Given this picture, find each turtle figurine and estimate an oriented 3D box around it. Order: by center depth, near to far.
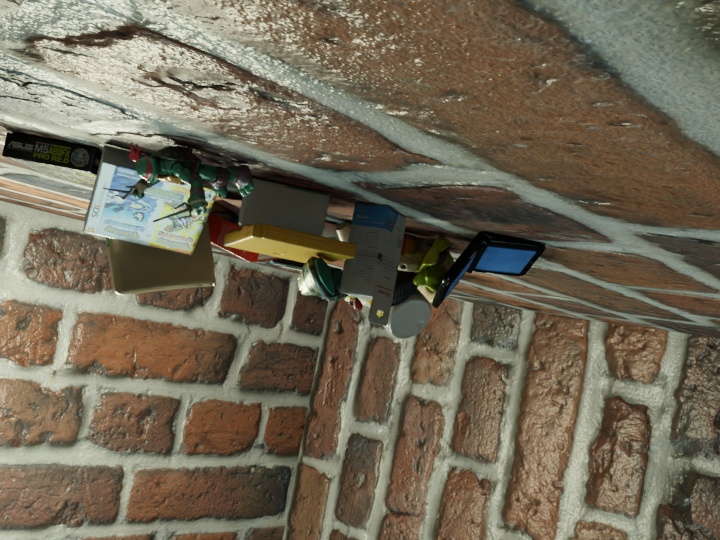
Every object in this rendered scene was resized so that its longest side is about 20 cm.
[{"bbox_3d":[-0.265,-0.134,1.158,0.149,0.101,0.199,26,-158,39],"label":"turtle figurine"}]

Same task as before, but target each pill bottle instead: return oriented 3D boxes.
[{"bbox_3d":[0.067,0.054,1.769,0.112,0.113,0.200,14,-157,-35],"label":"pill bottle"}]

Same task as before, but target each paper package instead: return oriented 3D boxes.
[{"bbox_3d":[-0.386,-0.059,1.498,0.190,0.201,0.103,-6,179,-25],"label":"paper package"}]

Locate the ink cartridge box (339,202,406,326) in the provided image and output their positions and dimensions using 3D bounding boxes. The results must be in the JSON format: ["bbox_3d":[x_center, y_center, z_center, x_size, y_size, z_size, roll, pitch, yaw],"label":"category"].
[{"bbox_3d":[0.020,-0.009,1.388,0.066,0.201,0.116,9,175,20],"label":"ink cartridge box"}]

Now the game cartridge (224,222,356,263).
[{"bbox_3d":[-0.123,-0.045,1.329,0.175,0.033,0.200,12,172,-23],"label":"game cartridge"}]

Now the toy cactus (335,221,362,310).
[{"bbox_3d":[0.004,-0.028,1.667,0.102,0.200,0.165,-7,125,39],"label":"toy cactus"}]

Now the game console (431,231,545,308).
[{"bbox_3d":[0.238,0.012,1.494,0.116,0.176,0.200,38,166,10],"label":"game console"}]

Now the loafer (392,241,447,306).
[{"bbox_3d":[0.097,0.004,1.658,0.071,0.200,0.073,39,144,21],"label":"loafer"}]

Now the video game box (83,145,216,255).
[{"bbox_3d":[-0.365,-0.116,1.363,0.199,0.047,0.182,12,140,-21],"label":"video game box"}]

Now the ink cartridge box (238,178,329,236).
[{"bbox_3d":[-0.140,-0.098,1.407,0.144,0.085,0.200,11,176,-7],"label":"ink cartridge box"}]

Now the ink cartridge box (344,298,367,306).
[{"bbox_3d":[0.081,0.046,2.384,0.199,0.148,0.144,14,175,-38],"label":"ink cartridge box"}]

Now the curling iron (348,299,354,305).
[{"bbox_3d":[0.000,0.000,1.755,0.049,0.201,0.026,16,142,-4],"label":"curling iron"}]

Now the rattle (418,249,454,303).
[{"bbox_3d":[0.127,0.031,1.817,0.142,0.131,0.200,-15,166,-31],"label":"rattle"}]

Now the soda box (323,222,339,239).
[{"bbox_3d":[-0.120,-0.080,1.700,0.199,0.069,0.063,15,175,-30],"label":"soda box"}]

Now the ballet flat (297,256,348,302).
[{"bbox_3d":[-0.071,0.023,1.354,0.074,0.075,0.200,10,172,19],"label":"ballet flat"}]

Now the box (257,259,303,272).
[{"bbox_3d":[-0.204,-0.049,2.270,0.163,0.087,0.200,12,176,-24],"label":"box"}]

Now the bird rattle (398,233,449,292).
[{"bbox_3d":[0.078,-0.027,1.586,0.199,0.113,0.163,1,-153,-2],"label":"bird rattle"}]

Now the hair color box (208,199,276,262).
[{"bbox_3d":[-0.254,-0.084,1.597,0.199,0.064,0.111,24,-161,30],"label":"hair color box"}]

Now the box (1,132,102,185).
[{"bbox_3d":[-0.527,-0.194,1.426,0.159,0.045,0.200,10,176,3],"label":"box"}]
